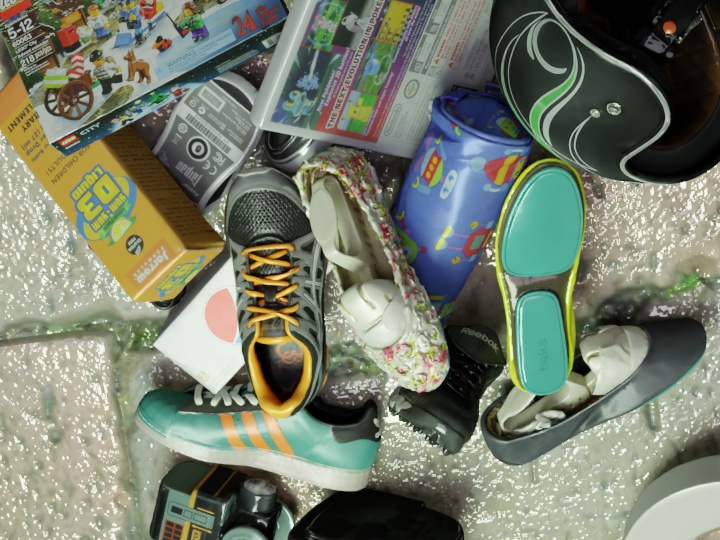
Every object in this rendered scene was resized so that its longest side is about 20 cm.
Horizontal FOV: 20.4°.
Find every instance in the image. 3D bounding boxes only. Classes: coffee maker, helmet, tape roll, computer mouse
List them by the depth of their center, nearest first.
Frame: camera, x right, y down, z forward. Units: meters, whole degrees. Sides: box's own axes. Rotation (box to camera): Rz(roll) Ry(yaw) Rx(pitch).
[{"bbox_3d":[0.189,-0.160,1.427,0.200,0.191,0.200,1,66,-2],"label":"helmet"},{"bbox_3d":[-0.136,-0.073,1.573,0.110,0.044,0.200,42,113,4],"label":"computer mouse"},{"bbox_3d":[0.311,0.234,1.617,0.202,0.037,0.203,7,128,10],"label":"tape roll"},{"bbox_3d":[-0.007,0.293,1.651,0.192,0.135,0.200,0,110,7],"label":"coffee maker"}]

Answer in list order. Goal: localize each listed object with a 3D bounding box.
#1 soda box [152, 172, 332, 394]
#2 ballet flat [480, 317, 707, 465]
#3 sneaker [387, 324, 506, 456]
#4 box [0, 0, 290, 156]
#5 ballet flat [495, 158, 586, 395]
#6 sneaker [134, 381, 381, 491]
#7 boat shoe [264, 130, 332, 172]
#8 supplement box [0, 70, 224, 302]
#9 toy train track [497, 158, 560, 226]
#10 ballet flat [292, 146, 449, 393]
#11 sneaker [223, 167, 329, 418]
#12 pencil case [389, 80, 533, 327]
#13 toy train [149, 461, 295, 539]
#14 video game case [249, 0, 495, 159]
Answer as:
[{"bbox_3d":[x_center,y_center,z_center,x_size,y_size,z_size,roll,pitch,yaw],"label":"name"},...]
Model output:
[{"bbox_3d":[-0.074,0.001,1.585,0.068,0.064,0.200,40,110,-9],"label":"soda box"},{"bbox_3d":[0.178,0.089,1.582,0.200,0.073,0.073,-32,104,19],"label":"ballet flat"},{"bbox_3d":[0.071,0.082,1.536,0.066,0.200,0.091,36,97,-1],"label":"sneaker"},{"bbox_3d":[-0.163,-0.191,1.483,0.200,0.038,0.137,-28,74,5],"label":"box"},{"bbox_3d":[0.133,-0.002,1.518,0.067,0.067,0.200,-2,117,-2],"label":"ballet flat"},{"bbox_3d":[-0.080,0.116,1.629,0.200,0.071,0.080,13,109,-5],"label":"sneaker"},{"bbox_3d":[-0.028,-0.168,1.499,0.066,0.070,0.200,17,114,-40],"label":"boat shoe"},{"bbox_3d":[-0.196,-0.071,1.532,0.067,0.069,0.200,-44,79,19],"label":"supplement box"},{"bbox_3d":[0.079,-0.038,1.572,0.200,0.033,0.115,-27,109,22],"label":"toy train track"},{"bbox_3d":[0.000,0.000,1.471,0.076,0.064,0.200,-34,71,31],"label":"ballet flat"},{"bbox_3d":[-0.061,0.020,1.516,0.078,0.077,0.200,-7,109,10],"label":"sneaker"},{"bbox_3d":[0.059,-0.045,1.508,0.087,0.078,0.200,38,122,22],"label":"pencil case"},{"bbox_3d":[-0.126,0.254,1.682,0.114,0.085,0.200,19,114,12],"label":"toy train"},{"bbox_3d":[0.031,-0.181,1.473,0.182,0.023,0.200,9,115,-34],"label":"video game case"}]
